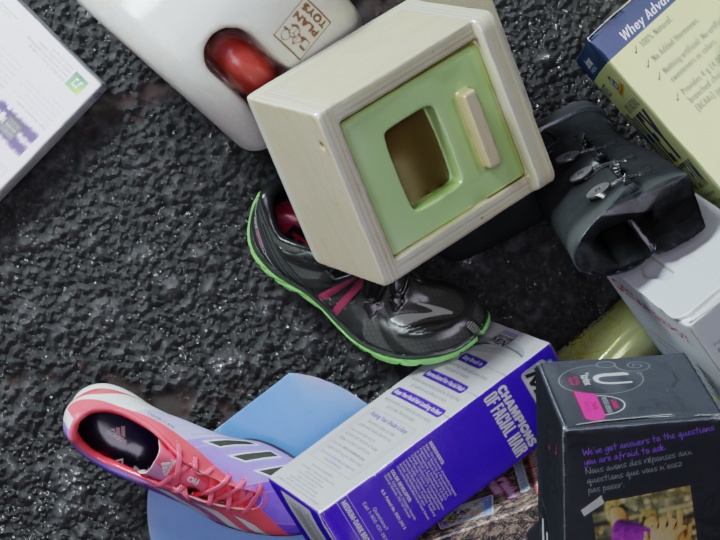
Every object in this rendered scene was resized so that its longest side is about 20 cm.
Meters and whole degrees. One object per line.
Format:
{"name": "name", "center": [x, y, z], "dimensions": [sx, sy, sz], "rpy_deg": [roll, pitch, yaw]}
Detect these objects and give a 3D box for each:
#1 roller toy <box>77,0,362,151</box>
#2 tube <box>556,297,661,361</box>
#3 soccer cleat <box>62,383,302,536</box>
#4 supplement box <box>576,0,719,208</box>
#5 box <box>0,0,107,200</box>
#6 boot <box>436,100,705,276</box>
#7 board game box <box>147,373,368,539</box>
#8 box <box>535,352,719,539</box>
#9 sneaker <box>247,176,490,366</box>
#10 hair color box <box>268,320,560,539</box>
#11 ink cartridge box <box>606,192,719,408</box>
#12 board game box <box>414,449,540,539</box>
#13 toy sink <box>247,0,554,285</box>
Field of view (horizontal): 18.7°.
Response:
{"name": "roller toy", "center": [-0.093, -0.187, 1.530], "dimensions": [0.200, 0.182, 0.140], "rpy_deg": [42, 91, 3]}
{"name": "tube", "center": [0.185, 0.054, 1.572], "dimensions": [0.199, 0.058, 0.052], "rpy_deg": [-38, 74, 0]}
{"name": "soccer cleat", "center": [-0.118, 0.140, 1.541], "dimensions": [0.199, 0.073, 0.069], "rpy_deg": [24, 97, -1]}
{"name": "supplement box", "center": [0.291, -0.146, 1.532], "dimensions": [0.200, 0.134, 0.200], "rpy_deg": [-41, 88, 1]}
{"name": "box", "center": [-0.306, -0.115, 1.616], "dimensions": [0.144, 0.036, 0.200], "rpy_deg": [45, 91, 3]}
{"name": "boot", "center": [0.134, -0.036, 1.505], "dimensions": [0.164, 0.200, 0.066], "rpy_deg": [-38, 117, 2]}
{"name": "board game box", "center": [-0.053, 0.174, 1.599], "dimensions": [0.199, 0.039, 0.158], "rpy_deg": [-37, 92, 8]}
{"name": "box", "center": [0.172, 0.168, 1.408], "dimensions": [0.105, 0.122, 0.202], "rpy_deg": [-3, 107, -3]}
{"name": "sneaker", "center": [0.000, 0.000, 1.549], "dimensions": [0.199, 0.084, 0.077], "rpy_deg": [28, 62, 17]}
{"name": "hair color box", "center": [0.045, 0.120, 1.509], "dimensions": [0.199, 0.109, 0.065], "rpy_deg": [-37, 109, -12]}
{"name": "ink cartridge box", "center": [0.264, 0.054, 1.486], "dimensions": [0.083, 0.146, 0.200], "rpy_deg": [-40, 118, -3]}
{"name": "board game box", "center": [0.125, 0.217, 1.534], "dimensions": [0.198, 0.097, 0.161], "rpy_deg": [-20, 107, 2]}
{"name": "toy sink", "center": [0.049, -0.101, 1.471], "dimensions": [0.199, 0.112, 0.131], "rpy_deg": [-32, 114, -22]}
